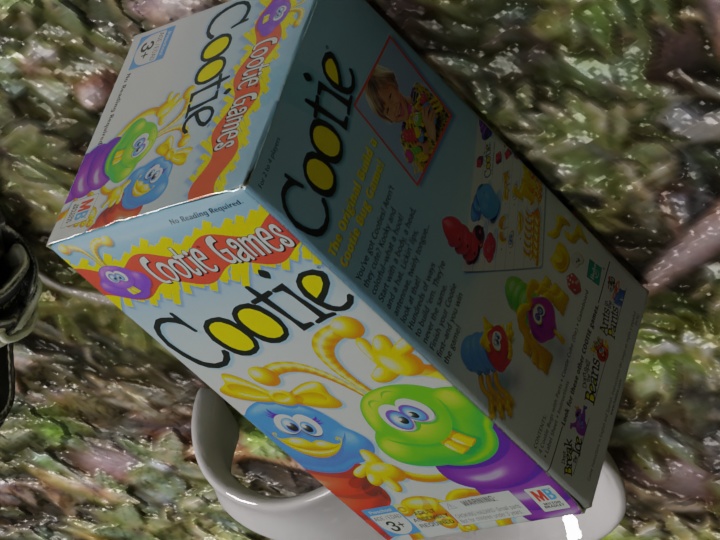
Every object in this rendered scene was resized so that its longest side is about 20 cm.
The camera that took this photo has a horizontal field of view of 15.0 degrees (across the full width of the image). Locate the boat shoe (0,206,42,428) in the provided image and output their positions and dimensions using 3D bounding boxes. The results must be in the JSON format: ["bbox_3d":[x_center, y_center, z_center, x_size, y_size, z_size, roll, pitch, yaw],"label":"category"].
[{"bbox_3d":[-0.169,0.010,1.134,0.063,0.071,0.200,8,144,17],"label":"boat shoe"}]

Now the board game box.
[{"bbox_3d":[0.000,0.000,1.006,0.103,0.105,0.200,-14,134,40],"label":"board game box"}]

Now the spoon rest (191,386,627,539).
[{"bbox_3d":[0.017,0.089,1.166,0.199,0.061,0.099,2,143,25],"label":"spoon rest"}]
